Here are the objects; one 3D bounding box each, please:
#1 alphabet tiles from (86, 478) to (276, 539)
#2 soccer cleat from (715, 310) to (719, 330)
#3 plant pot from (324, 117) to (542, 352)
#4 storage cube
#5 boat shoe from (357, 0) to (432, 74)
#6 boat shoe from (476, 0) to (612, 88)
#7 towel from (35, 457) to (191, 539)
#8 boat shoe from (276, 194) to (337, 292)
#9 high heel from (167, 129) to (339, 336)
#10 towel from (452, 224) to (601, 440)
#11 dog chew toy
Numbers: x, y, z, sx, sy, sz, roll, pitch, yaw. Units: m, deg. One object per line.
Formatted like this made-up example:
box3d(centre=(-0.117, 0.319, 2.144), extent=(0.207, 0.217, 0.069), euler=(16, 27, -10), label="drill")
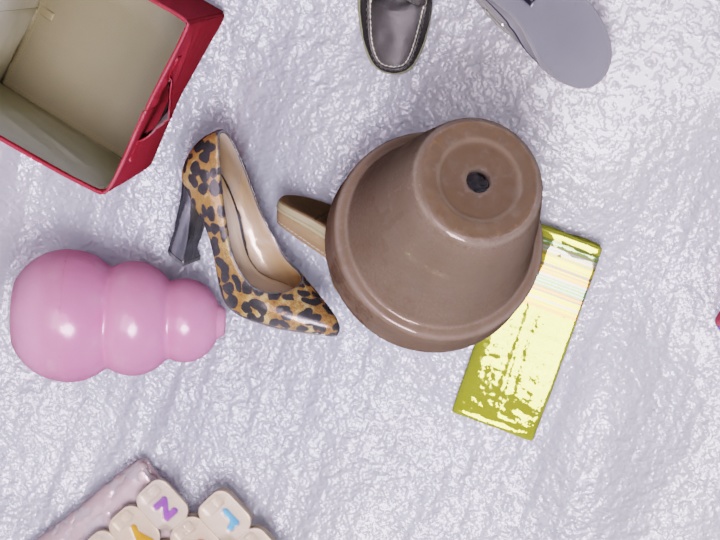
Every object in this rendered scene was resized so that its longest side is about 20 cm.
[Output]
box3d(centre=(-0.171, 0.307, 1.593), extent=(0.200, 0.015, 0.196), euler=(-42, 94, 13), label="alphabet tiles")
box3d(centre=(0.422, 0.020, 1.481), extent=(0.199, 0.067, 0.077), euler=(-29, 102, 8), label="soccer cleat")
box3d(centre=(0.078, -0.047, 1.408), extent=(0.198, 0.175, 0.203), euler=(3, 72, -10), label="plant pot")
box3d(centre=(-0.244, -0.192, 1.451), extent=(0.199, 0.180, 0.172), euler=(28, 103, -1), label="storage cube")
box3d(centre=(0.033, -0.277, 1.461), extent=(0.071, 0.066, 0.203), euler=(8, 102, 4), label="boat shoe")
box3d(centre=(0.145, -0.242, 1.457), extent=(0.199, 0.066, 0.072), euler=(35, 100, -23), label="boat shoe")
box3d(centre=(-0.231, 0.315, 1.625), extent=(0.199, 0.032, 0.191), euler=(-39, 96, 12), label="towel")
box3d(centre=(0.000, 0.000, 1.516), extent=(0.199, 0.071, 0.065), euler=(32, 110, 4), label="boat shoe")
box3d(centre=(-0.089, -0.032, 1.488), extent=(0.199, 0.071, 0.144), euler=(31, 123, 20), label="high heel")
box3d(centre=(0.157, 0.056, 1.541), extent=(0.085, 0.018, 0.202), euler=(20, 104, 8), label="towel")
box3d(centre=(-0.226, 0.044, 1.530), extent=(0.197, 0.125, 0.126), euler=(2, 102, -2), label="dog chew toy")
